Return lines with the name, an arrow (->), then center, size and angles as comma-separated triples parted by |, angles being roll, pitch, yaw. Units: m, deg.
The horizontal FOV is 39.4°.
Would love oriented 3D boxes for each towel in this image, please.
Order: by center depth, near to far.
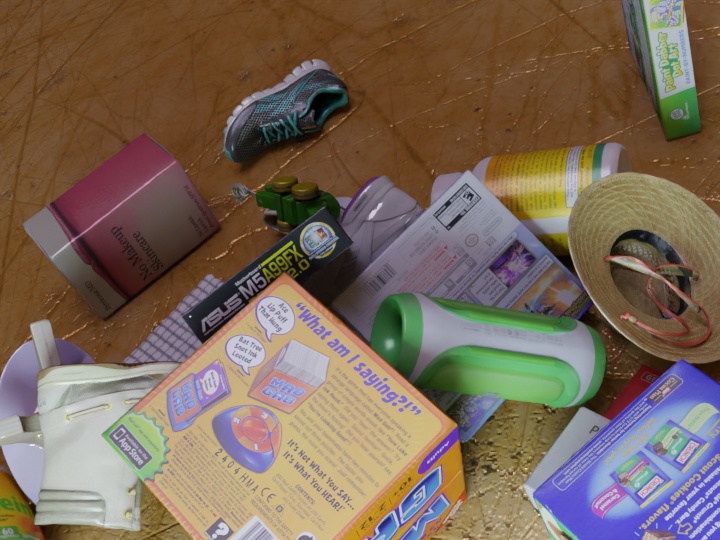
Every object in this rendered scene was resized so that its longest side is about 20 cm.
towel -> -0.148, 0.115, 1.082 | 0.200, 0.086, 0.166 | 25, 66, 41

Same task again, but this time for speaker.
speaker -> 0.114, 0.071, 0.888 | 0.200, 0.089, 0.088 | 10, 38, -21

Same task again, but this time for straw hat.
straw hat -> 0.263, 0.013, 0.949 | 0.201, 0.085, 0.201 | 8, 58, -13

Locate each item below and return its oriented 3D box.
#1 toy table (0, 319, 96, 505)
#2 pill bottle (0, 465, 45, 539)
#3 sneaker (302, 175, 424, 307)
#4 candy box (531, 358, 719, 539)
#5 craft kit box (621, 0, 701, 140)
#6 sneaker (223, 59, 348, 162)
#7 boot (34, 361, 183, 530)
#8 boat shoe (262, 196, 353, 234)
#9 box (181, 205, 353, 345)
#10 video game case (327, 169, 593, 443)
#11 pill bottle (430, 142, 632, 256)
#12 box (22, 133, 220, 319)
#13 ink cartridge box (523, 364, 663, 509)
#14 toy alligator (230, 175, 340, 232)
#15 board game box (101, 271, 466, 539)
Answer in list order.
toy table -> -0.301, 0.154, 1.026 | 0.184, 0.117, 0.200 | -28, 83, -23
pill bottle -> -0.396, 0.268, 1.038 | 0.111, 0.111, 0.200 | -38, 43, -11
sneaker -> 0.000, 0.000, 1.092 | 0.100, 0.075, 0.200 | 35, 105, 7
candy box -> 0.256, 0.187, 0.734 | 0.169, 0.077, 0.200 | -39, 43, -10
craft kit box -> 0.328, -0.284, 1.131 | 0.048, 0.200, 0.198 | -13, 45, 14
sneaker -> -0.100, -0.214, 1.386 | 0.200, 0.078, 0.091 | -41, 47, -12
boot -> -0.204, 0.166, 0.949 | 0.200, 0.072, 0.155 | 0, 71, -11
boat shoe -> -0.053, -0.046, 1.194 | 0.086, 0.075, 0.202 | -45, 42, -19
box -> -0.084, 0.004, 0.961 | 0.160, 0.044, 0.200 | -37, 3, 0
video game case -> 0.098, 0.034, 0.976 | 0.181, 0.045, 0.200 | 45, 73, 3
pill bottle -> 0.181, -0.069, 1.063 | 0.200, 0.113, 0.113 | -4, 47, 25
box -> -0.306, -0.058, 1.298 | 0.200, 0.128, 0.109 | -41, 44, -12
ink cartridge box -> 0.267, 0.167, 0.837 | 0.200, 0.045, 0.176 | 25, 65, 42
toy alligator -> -0.078, -0.081, 1.160 | 0.054, 0.059, 0.200 | -19, 25, -32
board game box -> -0.052, 0.168, 0.848 | 0.200, 0.200, 0.200 | -42, 63, -15
